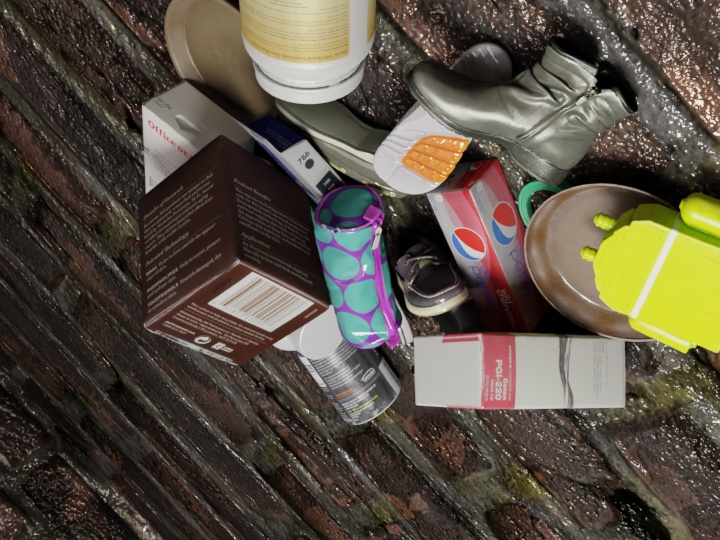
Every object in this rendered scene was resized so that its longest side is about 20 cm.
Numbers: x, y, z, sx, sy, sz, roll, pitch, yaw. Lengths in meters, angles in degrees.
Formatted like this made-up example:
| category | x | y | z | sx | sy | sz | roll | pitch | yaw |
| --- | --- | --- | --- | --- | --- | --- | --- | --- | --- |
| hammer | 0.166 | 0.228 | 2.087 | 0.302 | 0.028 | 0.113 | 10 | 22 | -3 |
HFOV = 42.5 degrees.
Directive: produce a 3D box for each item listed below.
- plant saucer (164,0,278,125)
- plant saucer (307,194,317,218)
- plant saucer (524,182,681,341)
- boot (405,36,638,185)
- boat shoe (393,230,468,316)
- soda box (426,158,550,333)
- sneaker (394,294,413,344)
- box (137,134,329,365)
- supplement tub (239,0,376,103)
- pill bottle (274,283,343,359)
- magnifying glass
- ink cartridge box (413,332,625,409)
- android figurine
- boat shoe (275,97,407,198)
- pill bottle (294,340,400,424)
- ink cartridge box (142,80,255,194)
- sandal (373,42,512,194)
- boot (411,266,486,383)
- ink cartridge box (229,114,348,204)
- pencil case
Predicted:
| category | x | y | z | sx | sy | sz | roll | pitch | yaw |
| --- | --- | --- | --- | --- | --- | --- | --- | --- | --- |
| plant saucer | -0.172 | -0.271 | 1.197 | 0.199 | 0.029 | 0.201 | 28 | 142 | 24 |
| plant saucer | -0.106 | -0.067 | 1.334 | 0.199 | 0.036 | 0.201 | 29 | 142 | 25 |
| plant saucer | 0.270 | -0.012 | 0.969 | 0.199 | 0.032 | 0.201 | 19 | 134 | 21 |
| boot | 0.155 | -0.178 | 0.887 | 0.199 | 0.068 | 0.131 | 28 | 135 | -9 |
| boat shoe | 0.075 | -0.001 | 1.120 | 0.200 | 0.071 | 0.065 | -117 | 4 | -73 |
| soda box | 0.152 | -0.024 | 1.069 | 0.063 | 0.070 | 0.201 | -2 | 124 | 44 |
| sneaker | 0.002 | 0.023 | 1.256 | 0.201 | 0.079 | 0.078 | 63 | 180 | -17 |
| box | -0.162 | -0.021 | 1.158 | 0.164 | 0.201 | 0.165 | -33 | 140 | 26 |
| supplement tub | -0.054 | -0.288 | 0.948 | 0.144 | 0.144 | 0.201 | 29 | 143 | 23 |
| pill bottle | -0.109 | 0.042 | 1.284 | 0.200 | 0.112 | 0.113 | 32 | 147 | 42 |
| magnifying glass | 0.239 | -0.019 | 1.030 | 0.079 | 0.022 | 0.201 | -7 | 118 | 50 |
| ink cartridge box | 0.180 | 0.114 | 1.055 | 0.145 | 0.198 | 0.086 | -12 | 78 | 63 |
| android figurine | 0.313 | 0.005 | 0.900 | 0.199 | 0.041 | 0.183 | 24 | 137 | 16 |
| boat shoe | -0.021 | -0.153 | 1.119 | 0.201 | 0.072 | 0.061 | 30 | 139 | 16 |
| pill bottle | -0.033 | 0.124 | 1.393 | 0.106 | 0.106 | 0.201 | -14 | 115 | 52 |
| ink cartridge box | -0.225 | -0.137 | 1.287 | 0.146 | 0.083 | 0.201 | 39 | 145 | 19 |
| sandal | 0.096 | -0.165 | 1.002 | 0.079 | 0.059 | 0.207 | 40 | 125 | -5 |
| boot | 0.116 | 0.079 | 1.214 | 0.199 | 0.073 | 0.151 | -16 | 114 | 49 |
| ink cartridge box | -0.069 | -0.128 | 1.140 | 0.099 | 0.039 | 0.200 | 39 | 177 | 46 |
| pencil case | 0.000 | 0.000 | 1.137 | 0.092 | 0.085 | 0.201 | 23 | 140 | 36 |
